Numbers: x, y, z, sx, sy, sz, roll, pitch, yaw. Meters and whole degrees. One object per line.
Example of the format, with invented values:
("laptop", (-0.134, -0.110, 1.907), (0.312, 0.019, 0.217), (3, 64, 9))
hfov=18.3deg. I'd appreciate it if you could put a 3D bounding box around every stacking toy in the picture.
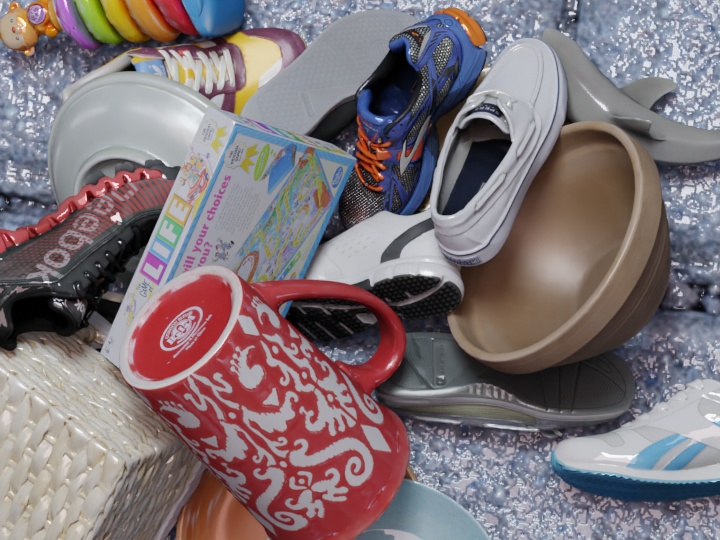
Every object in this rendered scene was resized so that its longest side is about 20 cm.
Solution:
("stacking toy", (-0.202, -0.217, 1.773), (0.199, 0.110, 0.116), (-16, 97, 18))

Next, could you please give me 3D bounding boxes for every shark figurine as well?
("shark figurine", (0.236, -0.113, 1.701), (0.214, 0.090, 0.129), (8, 84, 5))

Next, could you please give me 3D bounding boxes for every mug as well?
("mug", (-0.068, 0.080, 1.625), (0.133, 0.200, 0.178), (-11, 48, 36))

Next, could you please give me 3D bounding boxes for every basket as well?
("basket", (-0.243, 0.144, 1.678), (0.198, 0.161, 0.200), (36, 110, 13))

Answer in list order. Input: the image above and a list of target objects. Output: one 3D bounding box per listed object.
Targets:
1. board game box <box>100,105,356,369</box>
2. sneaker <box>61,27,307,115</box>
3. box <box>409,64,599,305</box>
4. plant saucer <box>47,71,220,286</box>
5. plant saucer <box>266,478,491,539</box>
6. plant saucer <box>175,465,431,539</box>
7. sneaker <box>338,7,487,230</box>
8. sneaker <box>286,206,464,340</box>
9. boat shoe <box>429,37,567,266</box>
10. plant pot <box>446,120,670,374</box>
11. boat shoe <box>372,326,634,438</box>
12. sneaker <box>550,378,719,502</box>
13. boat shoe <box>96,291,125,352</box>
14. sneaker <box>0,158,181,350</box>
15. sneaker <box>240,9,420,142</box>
("board game box", (-0.096, -0.012, 1.656), (0.034, 0.134, 0.200), (33, 102, 40))
("sneaker", (-0.138, -0.146, 1.775), (0.199, 0.090, 0.075), (-20, 79, 5))
("box", (0.116, -0.057, 1.757), (0.163, 0.021, 0.201), (11, 82, 9))
("plant saucer", (-0.164, -0.053, 1.725), (0.200, 0.050, 0.201), (14, 125, 21))
("plant saucer", (0.015, 0.256, 1.677), (0.200, 0.039, 0.202), (-1, 80, 9))
("plant saucer", (-0.042, 0.208, 1.732), (0.199, 0.037, 0.201), (-2, 80, 9))
("sneaker", (0.022, -0.112, 1.711), (0.075, 0.078, 0.200), (41, 123, 32))
("sneaker", (0.000, 0.000, 1.727), (0.199, 0.074, 0.080), (-9, 54, 32))
("boat shoe", (0.102, -0.101, 1.660), (0.073, 0.065, 0.200), (4, 58, 23))
("plant pot", (0.163, -0.003, 1.663), (0.093, 0.201, 0.201), (33, 86, -30))
("boat shoe", (0.109, 0.090, 1.721), (0.201, 0.065, 0.075), (1, 61, 3))
("sneaker", (0.242, 0.128, 1.688), (0.199, 0.077, 0.081), (-4, 73, 1))
("boat shoe", (-0.210, 0.048, 1.764), (0.199, 0.072, 0.068), (15, 79, 9))
("sneaker", (-0.202, -0.007, 1.623), (0.200, 0.071, 0.098), (-27, 63, -16))
("sneaker", (-0.030, -0.133, 1.772), (0.200, 0.099, 0.071), (-38, 79, -31))
